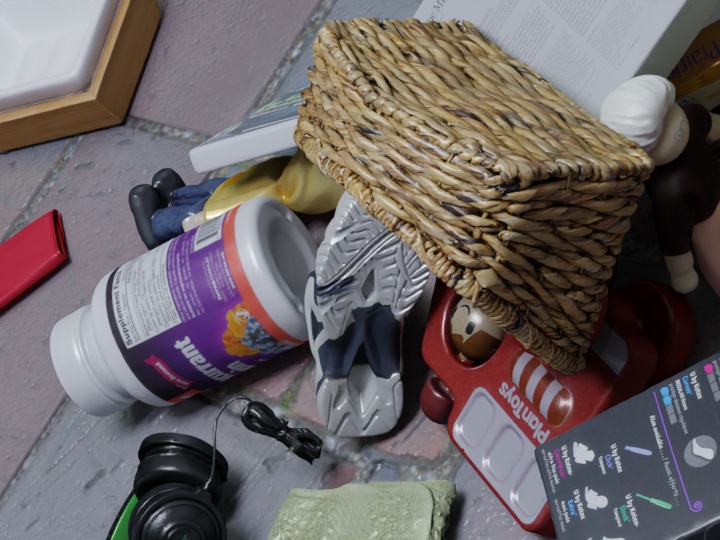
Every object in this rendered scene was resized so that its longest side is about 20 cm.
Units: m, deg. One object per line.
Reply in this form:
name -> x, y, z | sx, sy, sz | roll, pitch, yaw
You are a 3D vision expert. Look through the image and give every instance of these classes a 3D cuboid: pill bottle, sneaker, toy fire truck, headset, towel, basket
pill bottle -> -0.129, 0.034, 1.416 | 0.199, 0.111, 0.112 | -26, 44, 22
sneaker -> 0.000, 0.000, 1.307 | 0.079, 0.200, 0.130 | -5, 30, -8
toy fire truck -> 0.103, 0.049, 1.218 | 0.169, 0.112, 0.200 | -59, 43, 16
headset -> -0.114, 0.168, 1.325 | 0.200, 0.094, 0.124 | -52, 22, 26
towel -> -0.015, 0.226, 1.221 | 0.148, 0.036, 0.201 | -12, 51, 34
basket -> 0.044, -0.039, 1.091 | 0.200, 0.142, 0.150 | 43, 128, 41

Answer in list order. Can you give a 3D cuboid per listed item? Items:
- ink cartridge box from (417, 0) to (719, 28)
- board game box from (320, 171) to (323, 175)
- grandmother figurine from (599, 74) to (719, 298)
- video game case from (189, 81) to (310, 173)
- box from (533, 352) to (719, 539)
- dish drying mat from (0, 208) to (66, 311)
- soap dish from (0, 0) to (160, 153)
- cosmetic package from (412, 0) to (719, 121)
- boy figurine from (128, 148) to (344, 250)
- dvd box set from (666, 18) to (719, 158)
ink cartridge box -> 0.143, -0.191, 1.299 | 0.145, 0.200, 0.085 | -9, 60, 35
board game box -> 0.088, -0.080, 1.318 | 0.199, 0.135, 0.028 | 6, 100, 42
grandmother figurine -> 0.202, -0.048, 1.134 | 0.060, 0.200, 0.122 | -17, 49, 29
video game case -> -0.005, -0.131, 1.437 | 0.199, 0.023, 0.182 | -14, 14, 32
box -> 0.215, 0.121, 1.045 | 0.199, 0.122, 0.106 | -30, 42, 18
dish drying mat -> -0.339, 0.025, 1.673 | 0.200, 0.018, 0.077 | -36, 41, 12
soap dish -> -0.283, -0.193, 1.753 | 0.199, 0.081, 0.158 | -9, 53, 35
cosmetic package -> 0.123, -0.161, 1.153 | 0.151, 0.052, 0.200 | 46, 121, 22
boy figurine -> -0.089, -0.060, 1.474 | 0.199, 0.065, 0.124 | -12, 17, 39
dvd box set -> 0.274, -0.139, 1.194 | 0.199, 0.146, 0.030 | -29, 67, 18
